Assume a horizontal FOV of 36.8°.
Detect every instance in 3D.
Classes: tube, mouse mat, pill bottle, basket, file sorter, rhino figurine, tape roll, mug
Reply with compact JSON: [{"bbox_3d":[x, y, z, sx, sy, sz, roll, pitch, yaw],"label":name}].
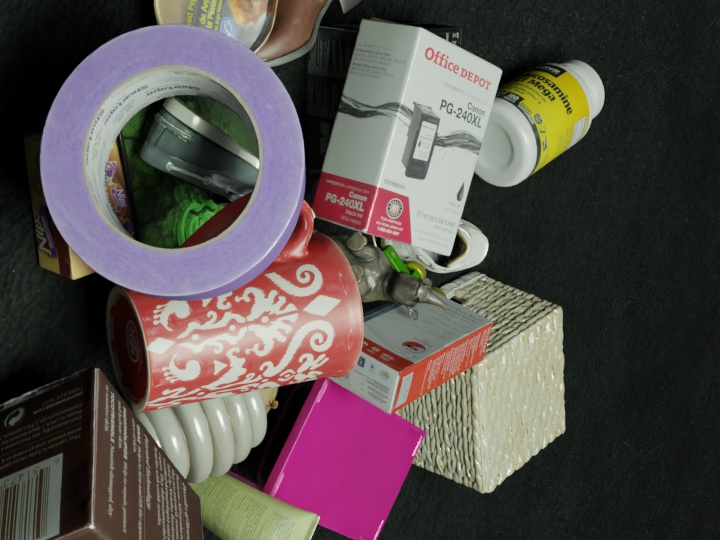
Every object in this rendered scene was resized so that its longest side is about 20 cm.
[{"bbox_3d":[-0.121,0.238,1.053,0.052,0.198,0.059,-26,121,-38],"label":"tube"},{"bbox_3d":[-0.143,-0.071,0.985,0.160,0.007,0.203,-31,127,-40],"label":"mouse mat"},{"bbox_3d":[0.224,-0.195,1.376,0.199,0.111,0.114,-34,127,-38],"label":"pill bottle"},{"bbox_3d":[0.147,0.136,1.366,0.197,0.159,0.203,-27,121,-40],"label":"basket"},{"bbox_3d":[-0.051,0.190,1.177,0.200,0.124,0.141,37,76,-48],"label":"file sorter"},{"bbox_3d":[0.000,0.000,1.096,0.061,0.197,0.088,-65,163,-12],"label":"rhino figurine"},{"bbox_3d":[-0.140,-0.079,0.835,0.085,0.197,0.203,130,-20,-86],"label":"tape roll"},{"bbox_3d":[-0.118,0.028,0.953,0.197,0.133,0.181,-12,92,-30],"label":"mug"}]

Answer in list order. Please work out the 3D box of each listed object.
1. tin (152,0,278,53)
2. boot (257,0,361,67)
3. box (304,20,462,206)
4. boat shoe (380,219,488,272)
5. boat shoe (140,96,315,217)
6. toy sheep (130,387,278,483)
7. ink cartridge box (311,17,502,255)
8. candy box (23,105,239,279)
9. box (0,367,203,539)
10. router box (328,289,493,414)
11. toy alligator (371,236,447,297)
[{"bbox_3d":[-0.124,-0.282,0.959,0.110,0.042,0.204,9,97,-22],"label":"tin"},{"bbox_3d":[-0.082,-0.312,1.014,0.188,0.068,0.202,-41,127,-23],"label":"boot"},{"bbox_3d":[0.024,-0.163,1.171,0.162,0.085,0.204,-16,114,-45],"label":"box"},{"bbox_3d":[0.108,-0.028,1.331,0.198,0.069,0.072,2,100,-50],"label":"boat shoe"},{"bbox_3d":[-0.117,-0.081,0.963,0.062,0.073,0.199,-53,138,1],"label":"boat shoe"},{"bbox_3d":[-0.163,0.137,1.031,0.198,0.137,0.140,-23,121,-27],"label":"toy sheep"},{"bbox_3d":[0.048,-0.131,1.079,0.144,0.083,0.203,12,95,-48],"label":"ink cartridge box"},{"bbox_3d":[-0.196,-0.080,0.968,0.199,0.056,0.119,-24,120,-45],"label":"candy box"},{"bbox_3d":[-0.240,0.225,0.890,0.164,0.165,0.201,-22,131,5],"label":"box"},{"bbox_3d":[0.009,0.057,1.129,0.178,0.198,0.050,-21,130,-50],"label":"router box"},{"bbox_3d":[0.040,0.015,1.258,0.201,0.054,0.059,50,42,-8],"label":"toy alligator"}]
